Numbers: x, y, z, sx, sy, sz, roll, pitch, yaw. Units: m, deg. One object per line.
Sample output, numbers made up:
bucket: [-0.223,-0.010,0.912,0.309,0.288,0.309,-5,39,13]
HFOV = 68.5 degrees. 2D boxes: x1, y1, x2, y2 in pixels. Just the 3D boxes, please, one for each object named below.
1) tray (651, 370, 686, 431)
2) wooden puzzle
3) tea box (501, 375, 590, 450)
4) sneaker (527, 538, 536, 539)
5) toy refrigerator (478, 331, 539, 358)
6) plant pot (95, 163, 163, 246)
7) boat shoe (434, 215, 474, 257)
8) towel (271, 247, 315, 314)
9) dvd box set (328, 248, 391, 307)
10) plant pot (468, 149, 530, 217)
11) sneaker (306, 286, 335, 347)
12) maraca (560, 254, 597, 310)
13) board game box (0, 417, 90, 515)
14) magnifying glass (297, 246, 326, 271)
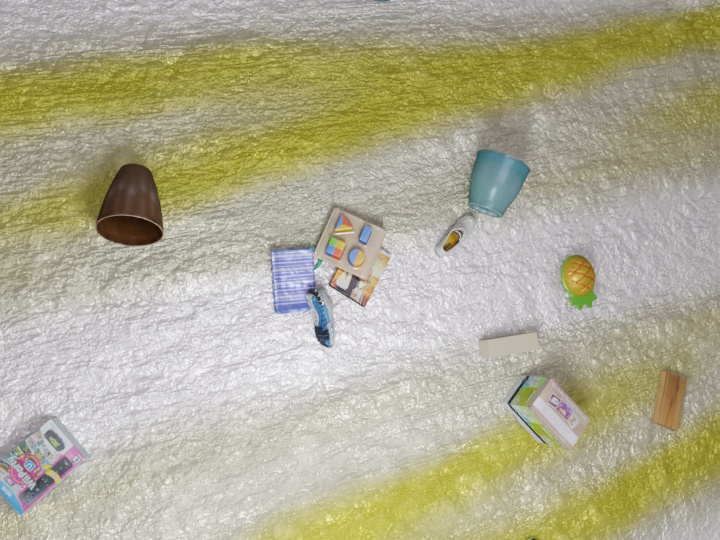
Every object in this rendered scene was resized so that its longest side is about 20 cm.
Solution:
tray: [1.186,0.498,2.030,0.097,0.037,0.204,22,75,-11]
wooden puzzle: [-0.031,-0.094,1.754,0.197,0.046,0.188,25,75,-3]
tea box: [0.623,0.475,1.792,0.200,0.197,0.134,45,73,-3]
sneaker: [0.613,0.985,1.762,0.076,0.084,0.202,-31,90,-19]
toy refrigerator: [0.522,0.266,1.863,0.195,0.076,0.072,-7,82,-17]
plant pot: [-0.675,-0.205,1.569,0.183,0.187,0.204,1,65,-15]
boat shoe: [0.346,-0.126,1.882,0.199,0.070,0.071,-41,92,-17]
towel: [-0.214,0.033,1.710,0.141,0.024,0.205,-4,90,-17]
dvd box set: [0.000,0.000,1.785,0.145,0.029,0.203,32,74,-8]
plant pot: [0.477,-0.299,1.887,0.196,0.200,0.192,21,91,-11]
sneaker: [-0.109,0.147,1.713,0.086,0.074,0.205,-25,106,-57]
maraca: [0.812,0.043,1.965,0.134,0.107,0.205,-11,87,-6]
board game box: [-0.871,0.528,1.436,0.200,0.064,0.148,-42,93,-17]
magnifying glass: [-0.123,-0.060,1.768,0.197,0.022,0.081,-27,89,-16]
